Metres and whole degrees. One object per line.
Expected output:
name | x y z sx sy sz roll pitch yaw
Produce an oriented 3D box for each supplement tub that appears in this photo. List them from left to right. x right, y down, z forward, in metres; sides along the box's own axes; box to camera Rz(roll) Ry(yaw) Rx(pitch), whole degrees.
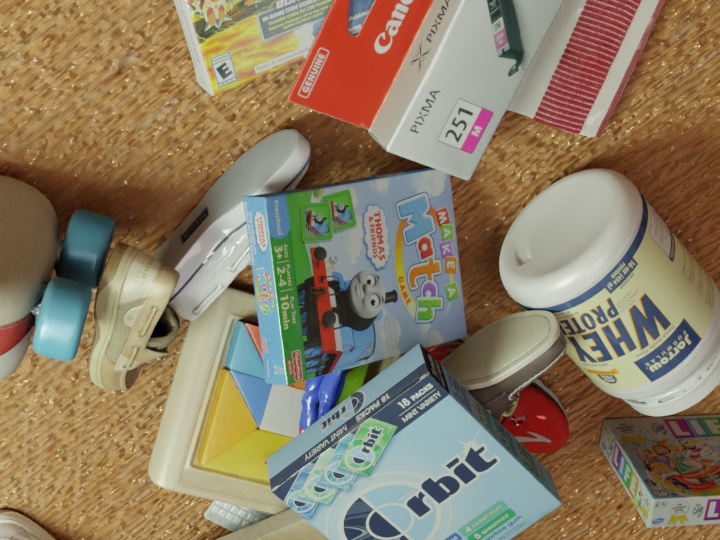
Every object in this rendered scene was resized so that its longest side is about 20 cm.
supplement tub | 0.233 0.023 1.238 0.145 0.145 0.200 -41 118 10

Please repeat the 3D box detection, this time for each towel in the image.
towel | 0.148 -0.204 1.173 0.198 0.023 0.145 16 110 -22

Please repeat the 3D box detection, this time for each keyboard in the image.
keyboard | -0.060 0.262 1.373 0.199 0.011 0.056 32 106 -25

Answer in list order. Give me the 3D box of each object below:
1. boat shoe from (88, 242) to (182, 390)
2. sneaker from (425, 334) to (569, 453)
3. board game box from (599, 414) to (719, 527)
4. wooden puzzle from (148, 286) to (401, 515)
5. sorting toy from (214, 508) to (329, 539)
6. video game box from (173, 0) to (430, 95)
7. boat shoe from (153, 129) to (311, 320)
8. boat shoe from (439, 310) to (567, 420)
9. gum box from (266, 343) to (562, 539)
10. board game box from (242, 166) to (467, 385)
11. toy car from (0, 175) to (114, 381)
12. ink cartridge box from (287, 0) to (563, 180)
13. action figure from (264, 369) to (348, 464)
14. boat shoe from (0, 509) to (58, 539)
boat shoe | -0.185 0.052 1.153 0.064 0.072 0.201 18 151 -1
sneaker | 0.121 0.128 1.301 0.199 0.085 0.077 32 108 -25
board game box | 0.352 0.193 1.360 0.197 0.135 0.035 -1 118 -13
wooden puzzle | -0.073 0.126 1.246 0.198 0.037 0.187 17 88 -19
sorting toy | -0.047 0.317 1.312 0.198 0.070 0.199 -28 129 37
video game box | -0.055 -0.256 1.065 0.198 0.047 0.184 -24 118 -14
boat shoe | -0.103 -0.037 1.180 0.065 0.074 0.200 35 115 -30
boat shoe | 0.101 0.103 1.203 0.199 0.072 0.060 -33 117 24
gum box | 0.047 0.179 1.176 0.169 0.045 0.200 -37 123 14
board game box | 0.000 0.000 1.159 0.198 0.036 0.153 -13 99 -38
toy car | -0.315 0.043 1.121 0.182 0.178 0.201 15 126 -8
ink cartridge box | 0.060 -0.189 1.101 0.172 0.044 0.202 15 110 -35
action figure | -0.044 0.076 1.201 0.098 0.065 0.202 27 84 -32
boat shoe | -0.280 0.303 1.309 0.199 0.069 0.071 34 104 -26
